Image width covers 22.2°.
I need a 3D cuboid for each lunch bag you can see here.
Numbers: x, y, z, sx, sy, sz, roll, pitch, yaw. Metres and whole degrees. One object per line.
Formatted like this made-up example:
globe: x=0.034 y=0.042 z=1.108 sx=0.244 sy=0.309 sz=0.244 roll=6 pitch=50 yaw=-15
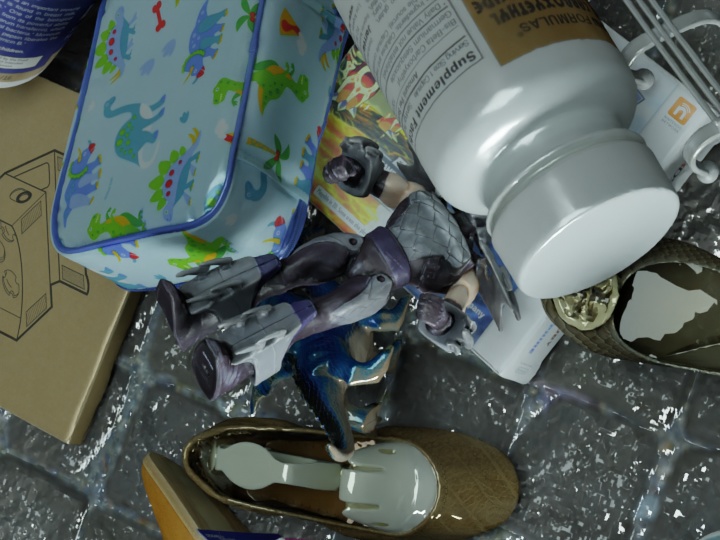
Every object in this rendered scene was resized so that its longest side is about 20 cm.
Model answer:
lunch bag: x=-0.094 y=-0.090 z=1.044 sx=0.160 sy=0.082 sz=0.201 roll=-10 pitch=60 yaw=38

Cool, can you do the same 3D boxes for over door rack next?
over door rack: x=0.221 y=-0.148 z=0.935 sx=0.199 sy=0.067 sz=0.148 roll=-32 pitch=58 yaw=4

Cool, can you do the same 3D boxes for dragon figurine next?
dragon figurine: x=-0.031 y=0.045 z=0.998 sx=0.099 sy=0.200 sz=0.059 roll=12 pitch=127 yaw=5

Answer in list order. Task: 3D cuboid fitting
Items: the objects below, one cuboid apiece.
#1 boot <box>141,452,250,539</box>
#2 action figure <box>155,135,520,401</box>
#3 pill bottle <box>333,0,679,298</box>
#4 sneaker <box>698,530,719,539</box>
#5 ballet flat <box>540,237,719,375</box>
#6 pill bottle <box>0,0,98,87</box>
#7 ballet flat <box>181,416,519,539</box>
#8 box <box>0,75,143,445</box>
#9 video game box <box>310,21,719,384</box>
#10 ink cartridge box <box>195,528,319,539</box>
boot: x=-0.106 y=0.220 z=1.039 sx=0.144 sy=0.071 sz=0.202 roll=-42 pitch=71 yaw=11
action figure: x=0.000 y=0.000 z=0.941 sx=0.199 sy=0.070 sz=0.130 roll=-24 pitch=58 yaw=-18
pill bottle: x=0.074 y=-0.092 z=0.922 sx=0.114 sy=0.114 sz=0.201 roll=-36 pitch=64 yaw=17
sneaker: x=0.130 y=0.214 z=0.889 sx=0.079 sy=0.130 sz=0.201 roll=29 pitch=95 yaw=26
ballet flat: x=0.184 y=0.029 z=0.919 sx=0.199 sy=0.046 sz=0.068 roll=18 pitch=99 yaw=16
pill bottle: x=-0.194 y=-0.208 z=1.094 sx=0.200 sy=0.115 sz=0.116 roll=-41 pitch=63 yaw=44
ballet flat: x=-0.014 y=0.113 z=1.011 sx=0.199 sy=0.072 sz=0.068 roll=7 pitch=88 yaw=27
box: x=-0.202 y=-0.014 z=1.156 sx=0.163 sy=0.021 sz=0.201 roll=23 pitch=93 yaw=28
video game box: x=0.072 y=-0.070 z=1.015 sx=0.200 sy=0.047 sz=0.183 roll=42 pitch=98 yaw=26
ink cartridge box: x=0.009 y=0.188 z=0.974 sx=0.200 sy=0.095 sz=0.037 roll=35 pitch=97 yaw=27
